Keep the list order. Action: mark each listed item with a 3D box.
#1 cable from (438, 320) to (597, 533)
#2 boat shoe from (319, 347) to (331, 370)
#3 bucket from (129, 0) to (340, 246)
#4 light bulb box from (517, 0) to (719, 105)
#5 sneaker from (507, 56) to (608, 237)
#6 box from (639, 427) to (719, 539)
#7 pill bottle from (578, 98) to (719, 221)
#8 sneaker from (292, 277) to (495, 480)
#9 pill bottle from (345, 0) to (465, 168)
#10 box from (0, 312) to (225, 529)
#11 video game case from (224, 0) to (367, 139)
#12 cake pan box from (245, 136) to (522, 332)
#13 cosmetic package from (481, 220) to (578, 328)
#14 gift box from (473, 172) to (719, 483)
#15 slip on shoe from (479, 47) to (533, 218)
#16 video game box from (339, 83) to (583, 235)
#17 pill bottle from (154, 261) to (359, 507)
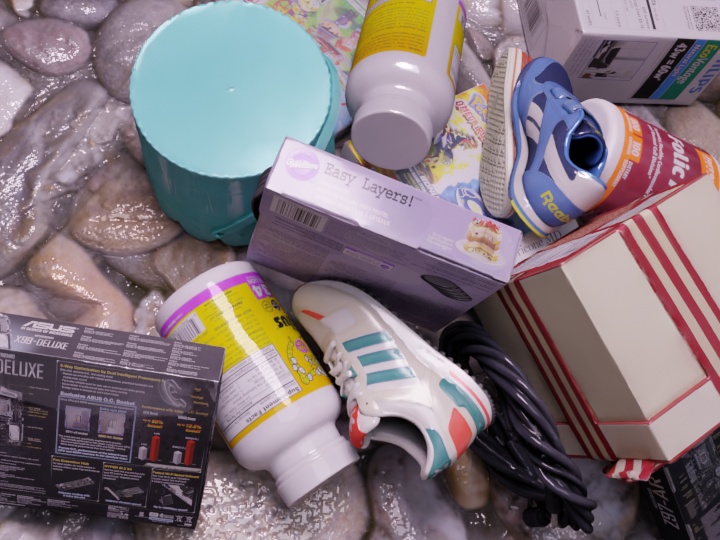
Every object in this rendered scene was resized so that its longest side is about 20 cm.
[{"bbox_3d":[0.123,0.135,0.725,0.051,0.163,0.200,-28,90,-10],"label":"cable"},{"bbox_3d":[0.000,0.000,0.822,0.065,0.072,0.200,9,69,-13],"label":"boat shoe"},{"bbox_3d":[-0.115,-0.139,0.805,0.207,0.135,0.207,1,73,-4],"label":"bucket"},{"bbox_3d":[0.301,-0.306,0.981,0.200,0.125,0.198,0,67,-13],"label":"light bulb box"},{"bbox_3d":[0.187,-0.124,0.786,0.074,0.082,0.200,29,50,-32],"label":"sneaker"},{"bbox_3d":[0.347,0.161,0.797,0.200,0.044,0.160,-31,105,-21],"label":"box"},{"bbox_3d":[0.290,-0.085,0.869,0.200,0.114,0.114,19,63,-24],"label":"pill bottle"},{"bbox_3d":[0.007,0.088,0.698,0.200,0.070,0.093,37,59,15],"label":"sneaker"},{"bbox_3d":[0.044,-0.196,0.841,0.104,0.104,0.200,16,53,-5],"label":"pill bottle"},{"bbox_3d":[-0.217,0.120,0.676,0.200,0.158,0.050,9,29,-7],"label":"box"},{"bbox_3d":[-0.057,-0.240,0.936,0.182,0.022,0.200,-39,80,-23],"label":"video game case"},{"bbox_3d":[0.005,-0.020,0.696,0.200,0.184,0.052,21,70,-4],"label":"cake pan box"},{"bbox_3d":[0.183,0.063,0.804,0.101,0.071,0.200,-22,87,-21],"label":"cosmetic package"},{"bbox_3d":[0.220,0.054,0.678,0.184,0.200,0.187,-30,91,-16],"label":"gift box"},{"bbox_3d":[0.161,-0.140,0.866,0.061,0.074,0.200,16,59,-9],"label":"slip on shoe"},{"bbox_3d":[0.105,-0.078,0.888,0.182,0.047,0.200,-26,75,-23],"label":"video game box"},{"bbox_3d":[-0.085,0.098,0.740,0.104,0.104,0.200,-30,76,-21],"label":"pill bottle"}]
